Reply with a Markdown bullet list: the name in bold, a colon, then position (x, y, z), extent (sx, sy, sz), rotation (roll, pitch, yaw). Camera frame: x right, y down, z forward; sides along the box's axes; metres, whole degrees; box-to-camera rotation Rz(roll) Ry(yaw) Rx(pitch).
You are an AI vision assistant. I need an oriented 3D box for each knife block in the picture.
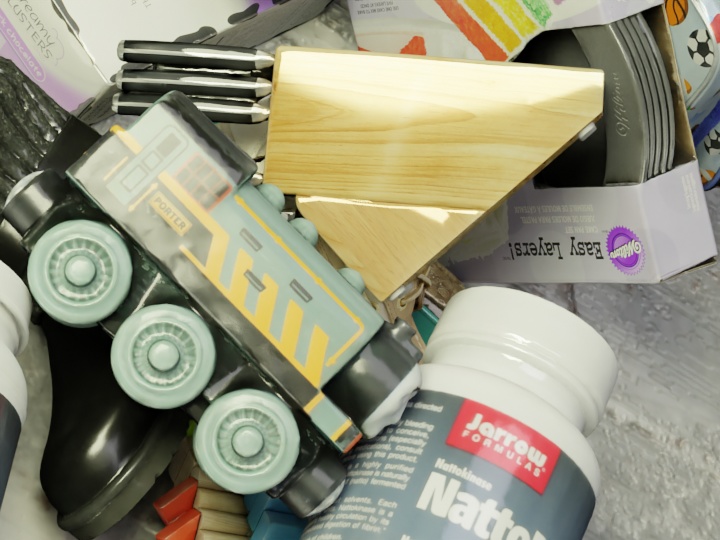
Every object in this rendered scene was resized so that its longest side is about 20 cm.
- **knife block**: position (-0.008, -0.080, 1.270), extent (0.200, 0.064, 0.176), rotation (-41, 88, 4)

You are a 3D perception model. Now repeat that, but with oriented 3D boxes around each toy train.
- **toy train**: position (-0.065, 0.015, 1.209), extent (0.114, 0.085, 0.200), rotation (-45, 90, -5)

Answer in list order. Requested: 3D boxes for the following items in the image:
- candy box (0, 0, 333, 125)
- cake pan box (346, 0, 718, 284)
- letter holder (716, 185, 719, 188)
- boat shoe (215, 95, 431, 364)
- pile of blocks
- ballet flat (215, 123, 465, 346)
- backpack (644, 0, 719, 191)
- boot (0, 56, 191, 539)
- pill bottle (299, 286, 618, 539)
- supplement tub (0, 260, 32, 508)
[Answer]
- **candy box**: position (-0.119, -0.183, 1.408), extent (0.200, 0.072, 0.168), rotation (-30, 85, -39)
- **cake pan box**: position (0.085, -0.085, 1.372), extent (0.052, 0.200, 0.184), rotation (-24, 106, -37)
- **letter holder**: position (0.129, -0.120, 1.515), extent (0.142, 0.101, 0.200), rotation (0, 67, -34)
- **boat shoe**: position (0.000, 0.000, 1.334), extent (0.200, 0.069, 0.074), rotation (56, 13, -6)
- **pile of blocks**: position (-0.063, 0.101, 1.293), extent (0.062, 0.082, 0.200), rotation (12, 62, -27)
- **ballet flat**: position (-0.017, -0.019, 1.406), extent (0.200, 0.071, 0.065), rotation (47, 24, -7)
- **backpack**: position (0.179, -0.155, 1.394), extent (0.154, 0.200, 0.191), rotation (-10, 68, -27)
- **boot**: position (-0.153, 0.012, 1.282), extent (0.158, 0.079, 0.211), rotation (33, 45, -21)
- **pill bottle**: position (0.043, 0.112, 1.254), extent (0.120, 0.120, 0.200), rotation (33, 62, -14)
- **supplement tub**: position (-0.222, 0.089, 1.152), extent (0.140, 0.140, 0.200), rotation (22, 63, -21)
